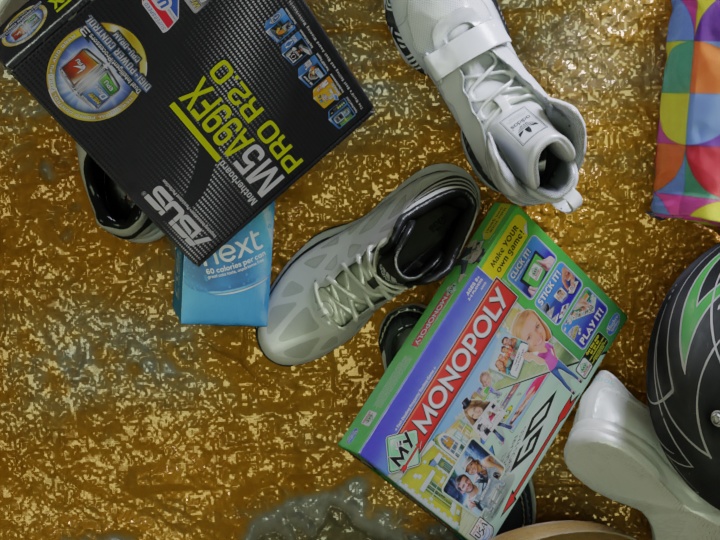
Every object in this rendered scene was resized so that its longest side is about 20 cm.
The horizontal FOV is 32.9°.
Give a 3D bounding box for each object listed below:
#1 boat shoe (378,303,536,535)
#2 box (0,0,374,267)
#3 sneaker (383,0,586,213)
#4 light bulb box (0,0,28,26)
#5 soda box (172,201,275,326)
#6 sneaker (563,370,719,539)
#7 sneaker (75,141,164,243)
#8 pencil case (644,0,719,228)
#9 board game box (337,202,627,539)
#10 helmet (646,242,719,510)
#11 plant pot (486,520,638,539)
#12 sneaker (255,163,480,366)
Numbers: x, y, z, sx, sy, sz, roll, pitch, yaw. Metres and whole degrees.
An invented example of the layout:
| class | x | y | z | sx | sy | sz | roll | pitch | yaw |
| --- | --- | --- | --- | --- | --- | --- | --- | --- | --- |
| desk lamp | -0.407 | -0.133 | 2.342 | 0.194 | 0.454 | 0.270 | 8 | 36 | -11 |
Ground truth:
| class | x | y | z | sx | sy | sz | roll | pitch | yaw |
| --- | --- | --- | --- | --- | --- | --- | --- | --- | --- |
| boat shoe | 0.068 | 0.120 | 0.889 | 0.075 | 0.060 | 0.200 | -31 | 95 | 6 |
| box | -0.101 | -0.118 | 0.747 | 0.160 | 0.044 | 0.200 | -41 | 135 | -4 |
| sneaker | 0.088 | -0.124 | 0.803 | 0.075 | 0.115 | 0.200 | -33 | 116 | -2 |
| light bulb box | -0.259 | -0.290 | 0.819 | 0.198 | 0.125 | 0.200 | 36 | 98 | -3 |
| soda box | -0.095 | -0.065 | 0.863 | 0.064 | 0.068 | 0.201 | 2 | 98 | -13 |
| sneaker | 0.231 | 0.150 | 0.885 | 0.075 | 0.089 | 0.200 | -27 | 118 | 39 |
| sneaker | -0.168 | -0.117 | 0.861 | 0.073 | 0.080 | 0.201 | -9 | 95 | 6 |
| pencil case | 0.248 | -0.125 | 0.840 | 0.088 | 0.088 | 0.201 | 4 | 99 | 2 |
| board game box | 0.089 | 0.073 | 0.838 | 0.135 | 0.029 | 0.200 | 41 | 75 | -29 |
| helmet | 0.284 | 0.066 | 0.804 | 0.190 | 0.200 | 0.201 | -23 | 96 | 21 |
| plant pot | 0.115 | 0.239 | 0.871 | 0.199 | 0.028 | 0.201 | -10 | 134 | -11 |
| sneaker | 0.000 | 0.000 | 0.849 | 0.200 | 0.115 | 0.076 | -41 | 94 | 7 |
